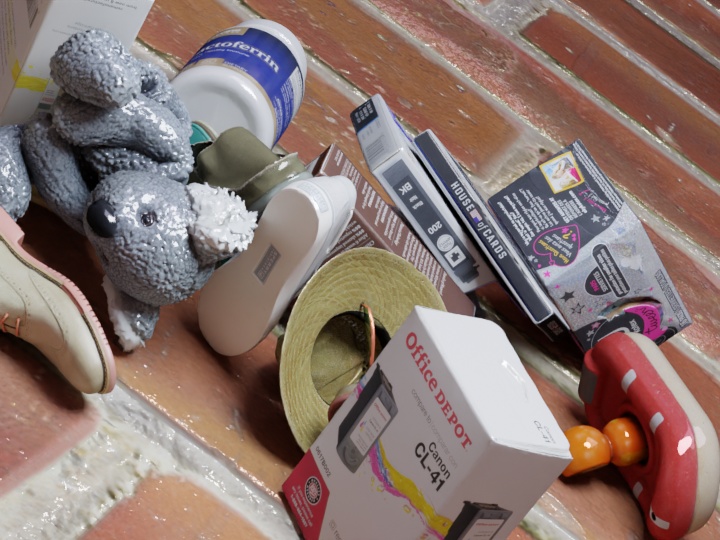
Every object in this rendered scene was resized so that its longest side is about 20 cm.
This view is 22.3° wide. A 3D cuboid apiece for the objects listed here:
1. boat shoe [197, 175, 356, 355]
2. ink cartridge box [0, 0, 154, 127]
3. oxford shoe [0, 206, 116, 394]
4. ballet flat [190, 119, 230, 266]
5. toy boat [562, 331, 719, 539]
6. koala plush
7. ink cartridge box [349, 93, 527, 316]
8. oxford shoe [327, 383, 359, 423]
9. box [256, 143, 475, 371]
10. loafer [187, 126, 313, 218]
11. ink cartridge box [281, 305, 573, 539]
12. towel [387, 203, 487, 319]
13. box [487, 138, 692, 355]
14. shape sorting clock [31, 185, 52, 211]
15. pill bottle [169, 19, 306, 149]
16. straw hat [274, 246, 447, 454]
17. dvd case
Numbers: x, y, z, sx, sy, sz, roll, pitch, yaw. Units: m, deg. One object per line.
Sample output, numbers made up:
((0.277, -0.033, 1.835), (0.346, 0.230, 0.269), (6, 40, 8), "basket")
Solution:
((-0.066, -0.007, 1.468), (0.072, 0.200, 0.068), (47, 42, 19), "boat shoe")
((-0.250, -0.207, 1.522), (0.083, 0.200, 0.146), (12, 43, -26), "ink cartridge box")
((-0.261, 0.029, 1.367), (0.074, 0.071, 0.200), (-29, 61, -38), "oxford shoe")
((-0.115, -0.048, 1.648), (0.062, 0.067, 0.201), (17, 40, -49), "ballet flat")
((0.238, 0.158, 1.666), (0.130, 0.131, 0.200), (-15, 47, -18), "toy boat")
((-0.177, -0.054, 1.445), (0.200, 0.177, 0.184), (54, 17, 23), "koala plush")
((0.068, -0.054, 1.696), (0.200, 0.043, 0.198), (52, 7, -19), "ink cartridge box")
((0.047, 0.131, 1.492), (0.200, 0.070, 0.075), (35, 41, -38), "oxford shoe")
((0.000, 0.000, 1.585), (0.200, 0.100, 0.075), (50, 23, -13), "box")
((-0.105, -0.080, 1.515), (0.075, 0.200, 0.070), (-29, 103, -25), "loafer")
((0.044, 0.148, 1.348), (0.085, 0.200, 0.148), (12, 34, -37), "ink cartridge box")
((0.022, -0.007, 1.746), (0.199, 0.048, 0.172), (22, 27, -23), "towel")
((0.228, -0.006, 1.809), (0.200, 0.114, 0.132), (51, 7, -50), "box")
((-0.258, -0.115, 1.609), (0.199, 0.039, 0.201), (18, 41, -16), "shape sorting clock")
((-0.118, -0.170, 1.771), (0.115, 0.116, 0.200), (32, 26, -4), "pill bottle")
((-0.020, 0.075, 1.512), (0.200, 0.202, 0.085), (5, 1, -44), "straw hat")
((0.120, -0.029, 1.662), (0.201, 0.025, 0.150), (57, 6, 13), "dvd case")
